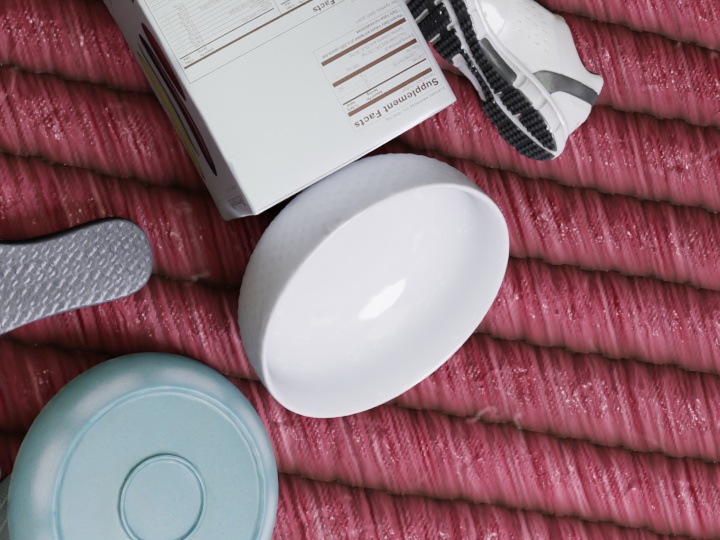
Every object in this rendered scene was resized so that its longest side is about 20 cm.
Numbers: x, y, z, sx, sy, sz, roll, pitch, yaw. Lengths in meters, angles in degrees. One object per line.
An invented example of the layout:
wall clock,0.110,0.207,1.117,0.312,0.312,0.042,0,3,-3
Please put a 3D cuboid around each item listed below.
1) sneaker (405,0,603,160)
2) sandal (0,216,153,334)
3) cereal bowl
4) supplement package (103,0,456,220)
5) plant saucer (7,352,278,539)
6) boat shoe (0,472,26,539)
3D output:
sneaker,0.100,-0.179,0.968,0.080,0.074,0.200,-42,103,-23
sandal,-0.243,0.007,0.908,0.199,0.043,0.077,-6,99,-21
cereal bowl,0.000,0.000,0.901,0.199,0.200,0.083,-32,53,-10
supplement package,-0.067,-0.154,0.862,0.147,0.191,0.201,-30,96,-9
plant saucer,-0.138,0.156,0.898,0.199,0.027,0.201,2,86,-32
boat shoe,-0.250,0.225,0.897,0.067,0.073,0.201,41,77,-39
